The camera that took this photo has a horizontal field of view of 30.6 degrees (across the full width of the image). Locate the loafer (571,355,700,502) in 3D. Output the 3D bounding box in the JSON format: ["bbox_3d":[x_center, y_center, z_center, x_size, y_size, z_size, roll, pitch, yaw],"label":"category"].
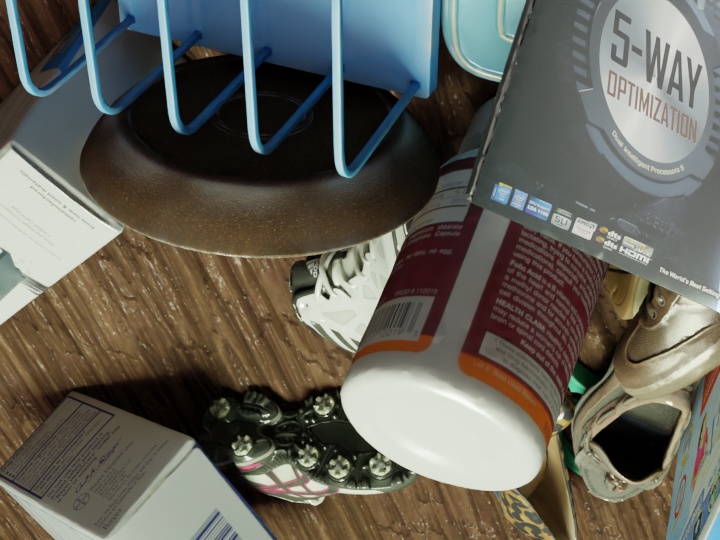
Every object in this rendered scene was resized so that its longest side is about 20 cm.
[{"bbox_3d":[0.176,0.106,0.856,0.071,0.063,0.201,14,143,5],"label":"loafer"}]

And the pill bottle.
[{"bbox_3d":[0.074,0.007,0.726,0.113,0.202,0.115,19,150,11],"label":"pill bottle"}]

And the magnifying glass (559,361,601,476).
[{"bbox_3d":[0.147,0.083,0.915,0.079,0.023,0.201,-13,126,33],"label":"magnifying glass"}]

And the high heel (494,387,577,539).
[{"bbox_3d":[0.132,0.134,0.886,0.143,0.071,0.200,50,164,-4],"label":"high heel"}]

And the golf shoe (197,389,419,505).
[{"bbox_3d":[-0.032,0.143,1.025,0.198,0.078,0.088,3,146,31],"label":"golf shoe"}]

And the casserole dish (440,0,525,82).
[{"bbox_3d":[0.096,-0.165,0.675,0.120,0.039,0.201,13,138,11],"label":"casserole dish"}]

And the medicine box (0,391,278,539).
[{"bbox_3d":[-0.171,0.210,1.072,0.199,0.103,0.183,12,143,50],"label":"medicine box"}]

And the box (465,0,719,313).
[{"bbox_3d":[0.164,-0.071,0.610,0.198,0.043,0.162,26,118,16],"label":"box"}]

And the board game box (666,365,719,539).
[{"bbox_3d":[0.228,0.095,0.762,0.055,0.197,0.201,14,138,8],"label":"board game box"}]

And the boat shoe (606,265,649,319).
[{"bbox_3d":[0.192,-0.051,0.735,0.071,0.073,0.202,0,133,-6],"label":"boat shoe"}]

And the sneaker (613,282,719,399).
[{"bbox_3d":[0.187,-0.016,0.688,0.075,0.071,0.200,33,122,-13],"label":"sneaker"}]

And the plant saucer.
[{"bbox_3d":[-0.054,-0.073,0.718,0.197,0.201,0.032,11,124,13],"label":"plant saucer"}]

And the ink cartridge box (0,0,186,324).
[{"bbox_3d":[-0.206,-0.058,0.831,0.086,0.147,0.199,38,136,-20],"label":"ink cartridge box"}]

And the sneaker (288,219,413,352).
[{"bbox_3d":[0.000,0.001,0.846,0.114,0.076,0.202,7,143,16],"label":"sneaker"}]

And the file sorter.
[{"bbox_3d":[-0.071,-0.148,0.674,0.198,0.123,0.140,16,130,19],"label":"file sorter"}]
